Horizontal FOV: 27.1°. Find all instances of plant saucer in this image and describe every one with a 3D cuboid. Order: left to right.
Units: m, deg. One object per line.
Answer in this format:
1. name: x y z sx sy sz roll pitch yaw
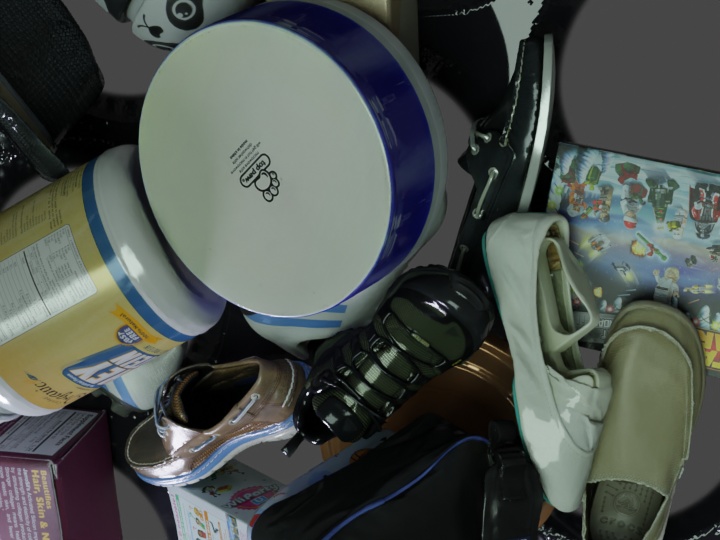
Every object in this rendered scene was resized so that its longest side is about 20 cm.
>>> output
1. plant saucer: 0.062 0.137 1.155 0.198 0.032 0.203 6 113 15

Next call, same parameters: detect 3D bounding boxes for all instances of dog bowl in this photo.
1. dog bowl: -0.047 -0.074 0.984 0.198 0.079 0.202 12 114 28

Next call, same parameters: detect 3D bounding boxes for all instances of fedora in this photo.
1. fedora: -0.254 -0.163 1.088 0.091 0.201 0.201 -40 96 -9

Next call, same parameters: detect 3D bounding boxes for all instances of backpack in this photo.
1. backpack: 0.024 0.212 0.997 0.199 0.154 0.192 -27 109 -21

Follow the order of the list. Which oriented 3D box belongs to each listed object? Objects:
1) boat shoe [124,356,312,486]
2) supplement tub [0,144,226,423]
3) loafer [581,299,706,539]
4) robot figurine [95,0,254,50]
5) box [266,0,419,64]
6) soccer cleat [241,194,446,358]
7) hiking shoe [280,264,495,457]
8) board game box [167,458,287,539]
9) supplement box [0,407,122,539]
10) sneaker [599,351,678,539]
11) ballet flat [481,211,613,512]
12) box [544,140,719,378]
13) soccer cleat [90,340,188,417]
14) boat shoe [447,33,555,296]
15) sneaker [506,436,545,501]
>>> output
1. boat shoe: -0.120 0.106 1.145 0.199 0.073 0.072 -27 138 32
2. supplement tub: -0.211 0.015 1.071 0.199 0.145 0.146 -28 101 15
3. loafer: 0.190 0.119 1.011 0.075 0.068 0.202 8 114 14
4. robot figurine: -0.156 -0.242 1.021 0.200 0.150 0.125 43 103 -3
5. box: -0.011 -0.173 1.031 0.094 0.078 0.202 2 111 16
6. soccer cleat: 0.000 0.000 1.095 0.199 0.070 0.086 -29 119 34
7. hiking shoe: 0.018 0.071 1.008 0.075 0.101 0.200 37 141 -10
8. board game box: -0.064 0.245 1.162 0.199 0.064 0.149 16 120 48
9. supplement box: -0.314 0.186 1.247 0.198 0.103 0.132 4 111 16
10. sneaker: 0.194 0.148 1.102 0.079 0.071 0.202 13 106 12
11. ballet flat: 0.130 0.055 0.981 0.069 0.069 0.202 -16 80 22
12. box: 0.221 -0.003 1.030 0.198 0.040 0.139 12 99 12
13. soccer cleat: -0.226 0.030 1.187 0.199 0.070 0.087 36 106 -4
14. boat shoe: 0.096 -0.069 1.040 0.060 0.076 0.202 10 112 6
15. sneaker: 0.084 0.201 1.124 0.199 0.076 0.116 -20 109 33
